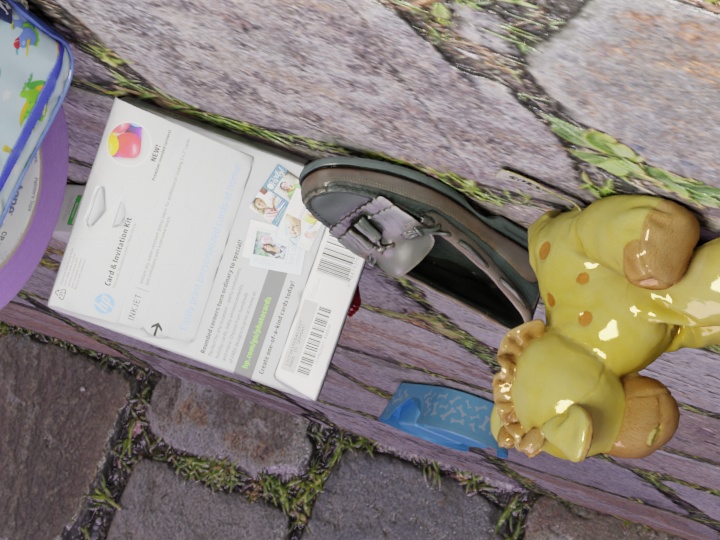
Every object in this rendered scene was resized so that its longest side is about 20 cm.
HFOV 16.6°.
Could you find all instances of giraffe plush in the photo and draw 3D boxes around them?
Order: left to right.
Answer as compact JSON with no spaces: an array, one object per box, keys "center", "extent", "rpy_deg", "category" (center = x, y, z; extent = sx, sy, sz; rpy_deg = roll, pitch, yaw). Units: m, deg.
[{"center":[0.152,0.046,1.508],"extent":[0.200,0.162,0.173],"rpy_deg":[18,172,10],"category":"giraffe plush"}]

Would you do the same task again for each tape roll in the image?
[{"center":[-0.287,-0.063,1.701],"extent":[0.066,0.200,0.200],"rpy_deg":[14,170,29],"category":"tape roll"}]

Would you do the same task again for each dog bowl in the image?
[{"center":[0.100,0.166,2.777],"extent":[0.111,0.050,0.200],"rpy_deg":[24,171,-23],"category":"dog bowl"}]

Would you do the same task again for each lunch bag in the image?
[{"center":[-0.268,-0.085,1.521],"extent":[0.082,0.200,0.161],"rpy_deg":[23,173,29],"category":"lunch bag"}]

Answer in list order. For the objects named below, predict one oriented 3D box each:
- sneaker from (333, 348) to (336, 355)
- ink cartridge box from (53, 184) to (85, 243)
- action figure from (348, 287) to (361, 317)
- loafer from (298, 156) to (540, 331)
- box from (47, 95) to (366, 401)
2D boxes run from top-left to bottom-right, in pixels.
[{"center":[-0.094,-0.008,1.767],"extent":[0.112,0.078,0.200],"rpy_deg":[35,-161,-55],"category":"sneaker"},{"center":[-0.197,-0.034,2.193],"extent":[0.109,0.050,0.200],"rpy_deg":[26,169,-32],"category":"ink cartridge box"},{"center":[0.000,0.000,1.815],"extent":[0.200,0.099,0.065],"rpy_deg":[15,170,42],"category":"action figure"},{"center":[0.046,-0.017,1.651],"extent":[0.200,0.063,0.072],"rpy_deg":[22,146,-31],"category":"loafer"},{"center":[-0.098,-0.016,1.709],"extent":[0.200,0.156,0.041],"rpy_deg":[19,-173,1],"category":"box"}]
